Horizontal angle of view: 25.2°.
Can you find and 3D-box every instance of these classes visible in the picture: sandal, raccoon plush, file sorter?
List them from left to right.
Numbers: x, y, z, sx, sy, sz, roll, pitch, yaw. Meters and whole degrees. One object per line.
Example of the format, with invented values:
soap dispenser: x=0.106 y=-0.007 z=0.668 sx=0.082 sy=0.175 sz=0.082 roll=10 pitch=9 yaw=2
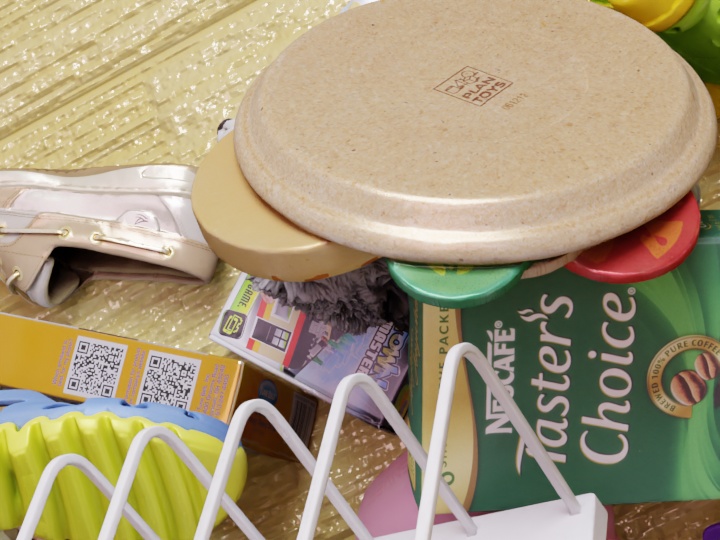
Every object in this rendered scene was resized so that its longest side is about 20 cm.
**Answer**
sandal: x=-0.151 y=0.081 z=0.741 sx=0.199 sy=0.087 sz=0.080 roll=3 pitch=117 yaw=-1
file sorter: x=-0.026 y=0.127 z=0.606 sx=0.200 sy=0.125 sz=0.139 roll=-17 pitch=37 yaw=26
raccoon plush: x=0.000 y=0.000 z=0.781 sx=0.097 sy=0.134 sz=0.200 roll=-32 pitch=88 yaw=-1

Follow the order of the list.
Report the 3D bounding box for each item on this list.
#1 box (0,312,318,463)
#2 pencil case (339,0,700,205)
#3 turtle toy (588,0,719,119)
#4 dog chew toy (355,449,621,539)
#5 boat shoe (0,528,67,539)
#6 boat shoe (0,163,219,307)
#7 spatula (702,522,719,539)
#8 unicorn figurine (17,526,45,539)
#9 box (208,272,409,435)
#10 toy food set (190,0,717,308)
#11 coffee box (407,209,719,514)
box: x=-0.133 y=0.056 z=0.833 sx=0.200 sy=0.119 sz=0.042 roll=12 pitch=80 yaw=19
pencil case: x=0.069 y=-0.066 z=0.756 sx=0.091 sy=0.083 sz=0.200 roll=-25 pitch=54 yaw=-19
turtle toy: x=0.151 y=-0.142 z=0.767 sx=0.200 sy=0.146 sz=0.101 roll=22 pitch=86 yaw=59
dog chew toy: x=0.088 y=0.162 z=0.748 sx=0.124 sy=0.125 sz=0.200 roll=-39 pitch=79 yaw=6
boat shoe: x=-0.157 y=0.227 z=0.833 sx=0.063 sy=0.073 sz=0.201 roll=-33 pitch=68 yaw=16
boat shoe: x=-0.170 y=-0.014 z=0.883 sx=0.200 sy=0.074 sz=0.069 roll=-5 pitch=72 yaw=15
spatula: x=0.168 y=0.075 z=0.731 sx=0.056 sy=0.021 sz=0.200 roll=-14 pitch=108 yaw=23
unicorn figurine: x=-0.083 y=0.211 z=0.775 sx=0.074 sy=0.137 sz=0.200 roll=-20 pitch=71 yaw=18
box: x=0.014 y=-0.028 z=0.849 sx=0.110 sy=0.035 sz=0.200 roll=26 pitch=87 yaw=20
toy food set: x=0.046 y=-0.053 z=0.645 sx=0.198 sy=0.049 sz=0.200 roll=13 pitch=39 yaw=22
coffee box: x=0.119 y=0.037 z=0.672 sx=0.199 sy=0.044 sz=0.123 roll=-1 pitch=110 yaw=-5
